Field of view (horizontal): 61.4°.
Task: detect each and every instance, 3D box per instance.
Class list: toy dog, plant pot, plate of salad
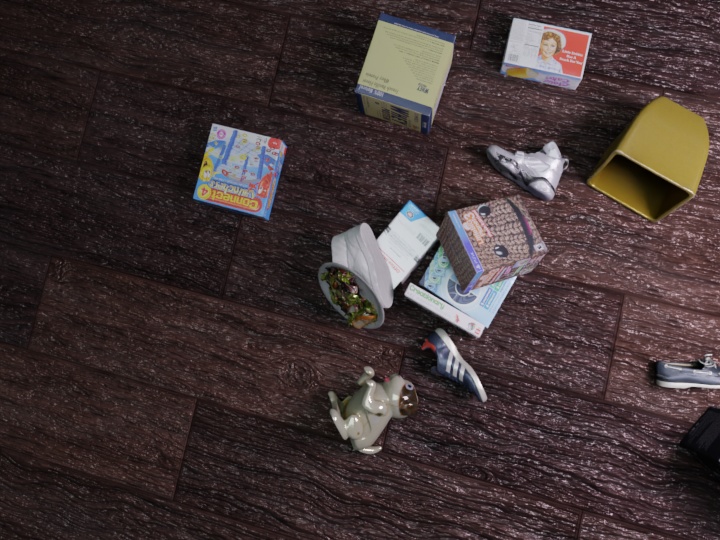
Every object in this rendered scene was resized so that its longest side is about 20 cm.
[{"bbox_3d":[0.042,0.325,1.420,0.196,0.140,0.198,-29,95,2],"label":"toy dog"},{"bbox_3d":[0.674,-0.269,1.390,0.191,0.196,0.203,31,79,8],"label":"plant pot"},{"bbox_3d":[-0.029,0.068,1.427,0.198,0.201,0.048,39,59,9],"label":"plate of salad"}]

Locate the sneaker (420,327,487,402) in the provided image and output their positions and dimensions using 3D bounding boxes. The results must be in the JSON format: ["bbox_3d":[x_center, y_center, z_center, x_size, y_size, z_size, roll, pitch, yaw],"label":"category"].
[{"bbox_3d":[0.218,0.240,1.442,0.084,0.075,0.202,-36,72,0],"label":"sneaker"}]

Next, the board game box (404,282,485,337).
[{"bbox_3d":[0.196,0.096,1.429,0.196,0.126,0.035,30,88,8],"label":"board game box"}]

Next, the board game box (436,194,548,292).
[{"bbox_3d":[0.301,-0.065,1.397,0.194,0.098,0.163,-15,66,-19],"label":"board game box"}]

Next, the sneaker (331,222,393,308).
[{"bbox_3d":[0.000,0.000,1.431,0.113,0.073,0.206,-16,98,33],"label":"sneaker"}]

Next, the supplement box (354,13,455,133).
[{"bbox_3d":[0.110,-0.479,1.490,0.194,0.134,0.206,18,86,7],"label":"supplement box"}]

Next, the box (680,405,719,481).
[{"bbox_3d":[0.835,0.414,1.295,0.200,0.197,0.124,43,90,9],"label":"box"}]

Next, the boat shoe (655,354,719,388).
[{"bbox_3d":[0.777,0.229,1.384,0.193,0.075,0.064,-3,95,15],"label":"boat shoe"}]

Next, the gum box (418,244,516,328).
[{"bbox_3d":[0.265,0.012,1.471,0.197,0.045,0.173,32,87,7],"label":"gum box"}]

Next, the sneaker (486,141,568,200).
[{"bbox_3d":[0.407,-0.270,1.471,0.197,0.075,0.117,35,88,3],"label":"sneaker"}]

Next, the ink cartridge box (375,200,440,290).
[{"bbox_3d":[0.098,-0.052,1.483,0.116,0.068,0.201,41,90,9],"label":"ink cartridge box"}]

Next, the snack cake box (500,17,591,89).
[{"bbox_3d":[0.454,-0.534,1.493,0.194,0.067,0.119,15,84,7],"label":"snack cake box"}]

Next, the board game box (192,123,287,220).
[{"bbox_3d":[-0.308,-0.252,1.551,0.194,0.056,0.202,13,86,7],"label":"board game box"}]
